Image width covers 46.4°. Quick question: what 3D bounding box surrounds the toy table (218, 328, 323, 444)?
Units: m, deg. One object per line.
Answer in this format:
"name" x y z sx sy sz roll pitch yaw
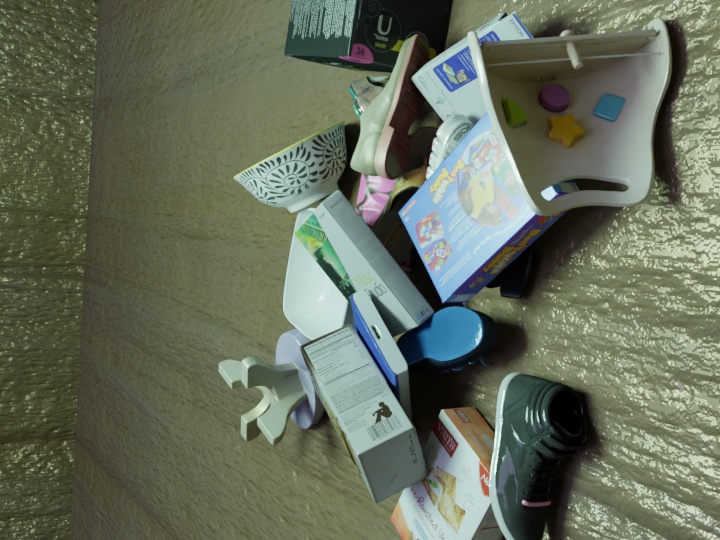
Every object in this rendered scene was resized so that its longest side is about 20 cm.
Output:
"toy table" -0.139 0.198 1.372 0.184 0.117 0.200 36 137 46

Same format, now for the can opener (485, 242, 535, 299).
"can opener" 0.175 -0.068 0.991 0.063 0.079 0.200 -40 -42 -70

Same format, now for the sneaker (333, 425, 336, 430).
"sneaker" -0.001 0.200 1.254 0.074 0.088 0.200 -45 22 15

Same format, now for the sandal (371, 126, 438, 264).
"sandal" 0.068 -0.093 1.109 0.200 0.080 0.054 -63 0 3

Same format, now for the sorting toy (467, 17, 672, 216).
"sorting toy" 0.210 -0.144 0.837 0.107 0.200 0.180 105 158 -70

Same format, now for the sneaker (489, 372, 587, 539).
"sneaker" 0.197 0.211 0.918 0.099 0.071 0.200 -15 71 62

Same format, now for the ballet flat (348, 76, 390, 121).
"ballet flat" 0.025 -0.251 1.225 0.067 0.068 0.200 -32 21 8

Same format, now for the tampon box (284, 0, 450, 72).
"tampon box" 0.006 -0.352 1.193 0.200 0.150 0.126 25 109 56

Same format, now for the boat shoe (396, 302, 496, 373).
"boat shoe" 0.117 0.088 1.069 0.200 0.069 0.084 -19 59 62

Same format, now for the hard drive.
"hard drive" 0.030 0.133 1.135 0.200 0.025 0.132 82 162 -55

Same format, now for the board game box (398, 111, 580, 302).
"board game box" 0.138 -0.074 0.947 0.200 0.045 0.135 -48 56 39

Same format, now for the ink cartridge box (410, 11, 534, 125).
"ink cartridge box" 0.154 -0.236 1.002 0.099 0.039 0.200 50 150 -14

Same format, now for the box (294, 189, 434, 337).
"box" 0.000 0.000 1.118 0.200 0.036 0.144 53 157 0

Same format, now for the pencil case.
"pencil case" 0.045 -0.098 1.176 0.094 0.091 0.200 11 96 53

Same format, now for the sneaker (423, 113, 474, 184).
"sneaker" 0.126 -0.089 1.052 0.087 0.074 0.200 34 124 42

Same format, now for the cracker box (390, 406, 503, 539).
"cracker box" 0.120 0.290 1.054 0.134 0.058 0.200 52 130 46

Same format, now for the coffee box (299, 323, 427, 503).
"coffee box" 0.002 0.180 1.085 0.200 0.080 0.113 55 166 46

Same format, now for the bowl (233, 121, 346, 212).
"bowl" -0.094 -0.153 1.350 0.201 0.201 0.094 -14 105 57

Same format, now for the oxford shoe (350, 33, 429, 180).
"oxford shoe" 0.036 -0.219 1.099 0.074 0.071 0.200 11 77 33

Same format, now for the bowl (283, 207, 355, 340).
"bowl" -0.039 0.009 1.317 0.200 0.075 0.200 28 112 57
